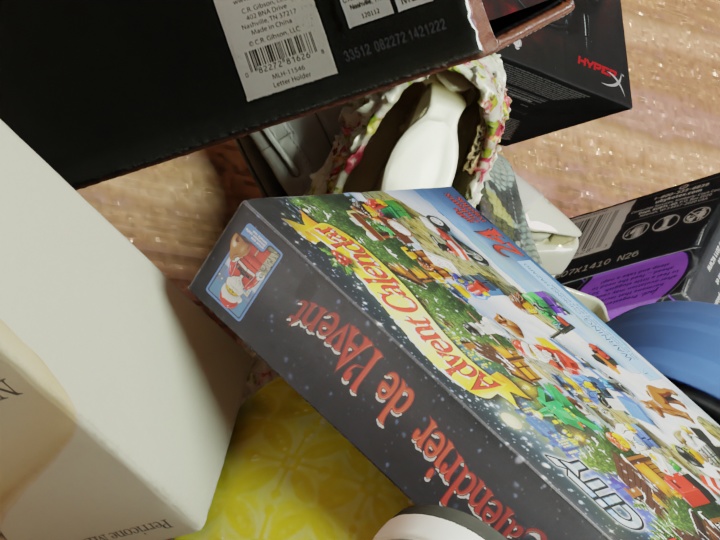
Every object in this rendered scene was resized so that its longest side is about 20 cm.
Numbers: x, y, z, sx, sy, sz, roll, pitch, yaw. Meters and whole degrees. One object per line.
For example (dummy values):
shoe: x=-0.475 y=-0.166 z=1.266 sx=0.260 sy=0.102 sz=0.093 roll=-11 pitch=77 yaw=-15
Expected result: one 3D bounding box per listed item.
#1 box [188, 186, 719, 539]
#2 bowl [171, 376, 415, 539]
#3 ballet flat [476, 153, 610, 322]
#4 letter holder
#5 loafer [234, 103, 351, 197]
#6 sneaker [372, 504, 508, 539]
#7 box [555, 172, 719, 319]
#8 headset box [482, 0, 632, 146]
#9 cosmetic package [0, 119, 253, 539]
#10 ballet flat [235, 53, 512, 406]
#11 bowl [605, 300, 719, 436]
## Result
box: x=0.056 y=0.050 z=0.921 sx=0.200 sy=0.038 sz=0.137 roll=42 pitch=22 yaw=21
bowl: x=0.036 y=0.126 z=0.960 sx=0.200 sy=0.108 sz=0.200 roll=9 pitch=79 yaw=-53
ballet flat: x=0.063 y=0.010 z=1.173 sx=0.071 sy=0.069 sz=0.200 roll=-2 pitch=49 yaw=-20
letter holder: x=-0.022 y=-0.111 z=1.026 sx=0.142 sy=0.200 sz=0.101 roll=-28 pitch=100 yaw=-56
loafer: x=-0.009 y=0.006 z=1.129 sx=0.070 sy=0.070 sz=0.200 roll=-19 pitch=102 yaw=-17
sneaker: x=0.019 y=0.179 z=0.832 sx=0.121 sy=0.084 sz=0.200 roll=-38 pitch=117 yaw=-43
box: x=0.150 y=0.074 z=1.267 sx=0.200 sy=0.122 sz=0.106 roll=60 pitch=35 yaw=-20
headset box: x=0.041 y=-0.170 z=1.252 sx=0.149 sy=0.077 sz=0.200 roll=16 pitch=65 yaw=-52
cosmetic package: x=-0.138 y=0.009 z=0.899 sx=0.200 sy=0.103 sz=0.073 roll=45 pitch=44 yaw=-34
ballet flat: x=0.000 y=0.000 z=1.061 sx=0.076 sy=0.064 sz=0.200 roll=18 pitch=96 yaw=-9
bowl: x=0.136 y=0.107 z=1.023 sx=0.039 sy=0.201 sz=0.201 roll=-33 pitch=105 yaw=-34
